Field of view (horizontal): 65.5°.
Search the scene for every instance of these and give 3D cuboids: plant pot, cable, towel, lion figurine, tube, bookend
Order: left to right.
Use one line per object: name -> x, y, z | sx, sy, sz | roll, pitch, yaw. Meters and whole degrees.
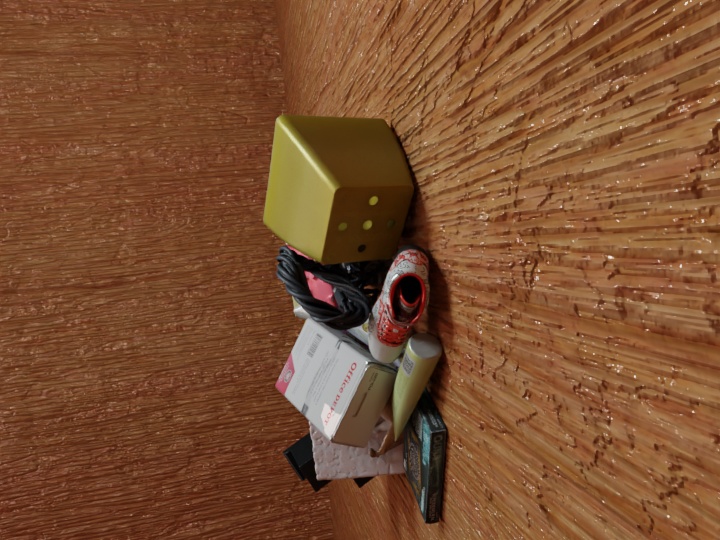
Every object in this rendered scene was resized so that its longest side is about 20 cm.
cable -> -0.060, 0.023, 0.881 | 0.051, 0.163, 0.200 | -51, 19, 14
bookend -> -0.042, 0.407, 1.207 | 0.092, 0.198, 0.200 | 61, 166, -17
plant pot -> -0.025, -0.119, 0.902 | 0.177, 0.199, 0.201 | 53, 139, 44
towel -> -0.005, 0.299, 1.083 | 0.032, 0.190, 0.201 | -12, -85, -87
lion figurine -> 0.054, 0.250, 1.024 | 0.073, 0.122, 0.201 | -92, -16, -68
tube -> 0.076, 0.179, 0.873 | 0.052, 0.058, 0.201 | 36, 135, 22

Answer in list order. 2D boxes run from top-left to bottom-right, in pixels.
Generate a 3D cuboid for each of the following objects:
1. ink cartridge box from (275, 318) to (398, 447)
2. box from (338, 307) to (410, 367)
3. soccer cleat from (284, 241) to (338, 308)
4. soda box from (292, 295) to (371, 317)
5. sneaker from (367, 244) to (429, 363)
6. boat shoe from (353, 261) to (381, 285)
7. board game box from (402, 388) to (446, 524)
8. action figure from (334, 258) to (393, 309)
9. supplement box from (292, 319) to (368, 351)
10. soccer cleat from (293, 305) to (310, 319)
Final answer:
ink cartridge box -> -0.044, 0.190, 0.972 | 0.200, 0.085, 0.146 | 27, 91, 52
box -> 0.025, 0.109, 0.974 | 0.200, 0.041, 0.039 | 30, 148, 47
soccer cleat -> -0.083, -0.010, 1.031 | 0.076, 0.067, 0.201 | -5, -114, -63
soda box -> -0.054, 0.075, 1.213 | 0.064, 0.200, 0.068 | -30, 59, 32
sneaker -> 0.050, 0.069, 0.816 | 0.108, 0.067, 0.202 | -76, 3, -68
boat shoe -> -0.001, 0.006, 1.238 | 0.200, 0.057, 0.067 | 178, 85, -79
board game box -> 0.103, 0.297, 0.931 | 0.135, 0.028, 0.201 | -116, 23, -60
action figure -> 0.000, 0.000, 1.046 | 0.119, 0.102, 0.200 | 35, 153, 43
supplement box -> -0.046, 0.202, 1.218 | 0.200, 0.130, 0.104 | 45, 116, 53
soccer cleat -> -0.081, 0.010, 1.106 | 0.070, 0.086, 0.201 | 63, -149, -45
